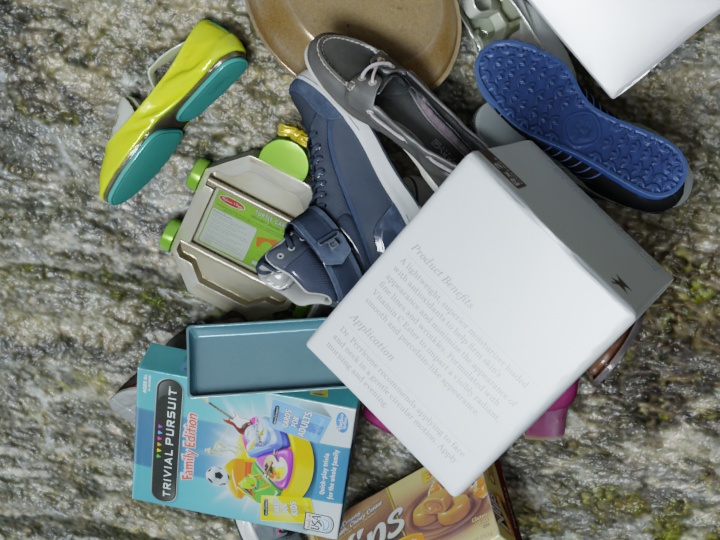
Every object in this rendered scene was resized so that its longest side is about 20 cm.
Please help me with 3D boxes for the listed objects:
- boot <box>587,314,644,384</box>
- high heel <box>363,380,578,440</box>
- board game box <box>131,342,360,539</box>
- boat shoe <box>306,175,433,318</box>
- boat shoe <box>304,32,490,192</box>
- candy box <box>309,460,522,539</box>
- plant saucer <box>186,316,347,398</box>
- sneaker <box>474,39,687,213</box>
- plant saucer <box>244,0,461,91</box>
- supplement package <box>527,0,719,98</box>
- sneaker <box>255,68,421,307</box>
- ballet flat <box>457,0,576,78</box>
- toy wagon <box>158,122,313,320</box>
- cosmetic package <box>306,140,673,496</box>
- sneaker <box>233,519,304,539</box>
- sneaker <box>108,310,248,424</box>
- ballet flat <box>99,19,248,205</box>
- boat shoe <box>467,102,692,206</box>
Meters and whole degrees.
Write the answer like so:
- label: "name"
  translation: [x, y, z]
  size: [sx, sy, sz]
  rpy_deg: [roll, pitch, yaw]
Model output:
- label: "boot"
  translation: [0.146, -0.008, 1.122]
  size: [0.200, 0.186, 0.064]
  rpy_deg: [32, 124, -6]
- label: "high heel"
  translation: [0.104, 0.110, 1.231]
  size: [0.200, 0.067, 0.096]
  rpy_deg: [0, 121, -5]
- label: "board game box"
  translation: [-0.106, 0.159, 1.203]
  size: [0.200, 0.047, 0.151]
  rpy_deg: [10, 119, 4]
- label: "boat shoe"
  translation: [0.000, 0.000, 1.193]
  size: [0.066, 0.072, 0.200]
  rpy_deg: [17, 112, -29]
- label: "boat shoe"
  translation: [0.041, -0.135, 1.088]
  size: [0.200, 0.067, 0.057]
  rpy_deg: [43, 150, -3]
- label: "candy box"
  translation: [0.049, 0.258, 1.228]
  size: [0.200, 0.116, 0.055]
  rpy_deg: [-33, 128, 19]
- label: "plant saucer"
  translation: [-0.053, 0.077, 1.152]
  size: [0.200, 0.070, 0.019]
  rpy_deg: [-4, 154, -1]
- label: "sneaker"
  translation: [0.177, -0.112, 1.074]
  size: [0.200, 0.078, 0.070]
  rpy_deg: [39, 83, 14]
- label: "plant saucer"
  translation: [-0.003, -0.230, 1.110]
  size: [0.200, 0.035, 0.200]
  rpy_deg: [16, 137, 16]
- label: "supplement package"
  translation: [0.185, -0.259, 1.049]
  size: [0.120, 0.121, 0.200]
  rpy_deg: [-40, 98, 20]
- label: "sneaker"
  translation: [-0.044, -0.065, 1.121]
  size: [0.146, 0.077, 0.202]
  rpy_deg: [-30, 79, -11]
- label: "ballet flat"
  translation: [0.111, -0.214, 1.109]
  size: [0.069, 0.069, 0.200]
  rpy_deg: [-31, 102, 19]
- label: "toy wagon"
  translation: [-0.092, -0.049, 1.224]
  size: [0.155, 0.040, 0.200]
  rpy_deg: [27, 112, -1]
- label: "cosmetic package"
  translation: [0.102, 0.030, 0.997]
  size: [0.165, 0.165, 0.200]
  rpy_deg: [46, 112, 10]
- label: "sneaker"
  translation: [-0.064, 0.214, 1.298]
  size: [0.121, 0.084, 0.200]
  rpy_deg: [-16, 106, 25]
- label: "sneaker"
  translation: [-0.169, 0.098, 1.284]
  size: [0.077, 0.082, 0.200]
  rpy_deg: [39, 135, -26]
- label: "ballet flat"
  translation: [-0.183, -0.149, 1.197]
  size: [0.200, 0.067, 0.067]
  rpy_deg: [-45, 76, 19]
- label: "boat shoe"
  translation: [0.189, -0.101, 1.139]
  size: [0.200, 0.064, 0.071]
  rpy_deg: [19, 82, -4]
